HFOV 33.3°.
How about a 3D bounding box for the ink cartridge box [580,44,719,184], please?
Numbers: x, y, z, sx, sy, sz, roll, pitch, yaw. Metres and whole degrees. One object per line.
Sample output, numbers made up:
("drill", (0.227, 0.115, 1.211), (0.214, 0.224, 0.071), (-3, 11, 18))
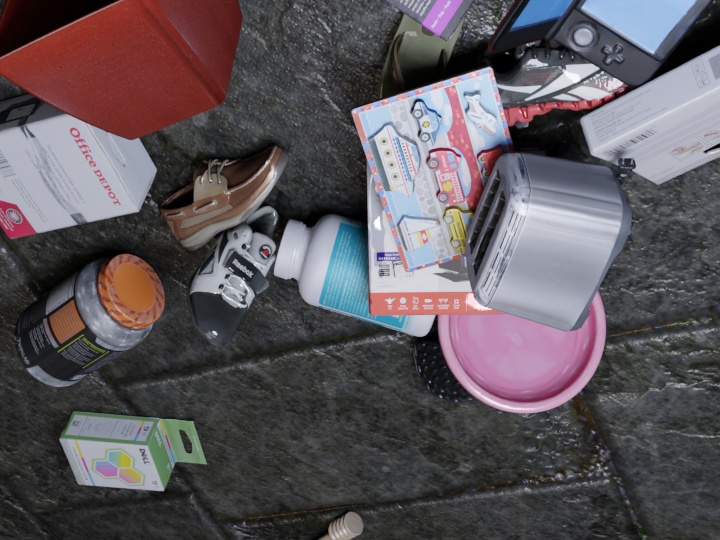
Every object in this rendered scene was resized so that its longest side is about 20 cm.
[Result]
("ink cartridge box", (0.346, -0.160, 1.213), (0.198, 0.045, 0.175), (-26, 159, 30))

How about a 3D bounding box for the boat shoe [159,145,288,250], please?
("boat shoe", (-0.166, -0.093, 1.422), (0.199, 0.076, 0.072), (-32, 115, 34))

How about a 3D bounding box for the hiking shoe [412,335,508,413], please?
("hiking shoe", (0.157, 0.123, 1.522), (0.198, 0.100, 0.077), (18, 118, 39))

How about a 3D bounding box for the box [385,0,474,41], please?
("box", (0.041, -0.334, 1.150), (0.198, 0.036, 0.144), (30, 117, -14))

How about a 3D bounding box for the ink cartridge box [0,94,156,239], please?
("ink cartridge box", (-0.362, -0.132, 1.431), (0.197, 0.084, 0.146), (-10, 128, 23))

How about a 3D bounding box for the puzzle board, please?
("puzzle board", (0.090, -0.099, 1.258), (0.148, 0.017, 0.202), (-16, 119, 7))

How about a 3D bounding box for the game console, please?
("game console", (0.236, -0.251, 1.067), (0.171, 0.119, 0.201), (29, 130, -9))

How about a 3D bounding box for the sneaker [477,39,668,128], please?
("sneaker", (0.205, -0.208, 1.215), (0.197, 0.071, 0.099), (-9, 131, 24))

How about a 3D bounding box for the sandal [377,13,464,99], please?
("sandal", (0.060, -0.212, 1.260), (0.078, 0.058, 0.203), (12, 132, 2))

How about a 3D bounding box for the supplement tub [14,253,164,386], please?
("supplement tub", (-0.353, 0.063, 1.580), (0.199, 0.124, 0.122), (-29, 119, 35))

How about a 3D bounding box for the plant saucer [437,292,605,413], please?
("plant saucer", (0.186, 0.066, 1.411), (0.197, 0.204, 0.051), (17, 169, -1))

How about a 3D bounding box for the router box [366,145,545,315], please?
("router box", (0.105, -0.044, 1.334), (0.196, 0.049, 0.183), (-1, 103, 4))

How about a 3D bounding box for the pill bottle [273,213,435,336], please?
("pill bottle", (0.000, 0.000, 1.433), (0.197, 0.112, 0.112), (17, 134, -1))

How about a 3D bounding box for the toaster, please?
("toaster", (0.186, -0.037, 1.219), (0.127, 0.115, 0.202), (9, 130, -12))

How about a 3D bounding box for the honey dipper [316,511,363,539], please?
("honey dipper", (-0.068, 0.430, 1.896), (0.038, 0.038, 0.199), (36, 133, -18))

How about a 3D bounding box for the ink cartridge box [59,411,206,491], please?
("ink cartridge box", (-0.340, 0.273, 1.810), (0.196, 0.060, 0.105), (2, 132, 13))

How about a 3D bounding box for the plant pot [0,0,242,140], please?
("plant pot", (-0.229, -0.253, 1.224), (0.197, 0.203, 0.176), (-16, 139, 27))

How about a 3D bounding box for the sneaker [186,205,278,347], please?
("sneaker", (-0.142, -0.003, 1.407), (0.088, 0.202, 0.074), (-31, 124, 34))
